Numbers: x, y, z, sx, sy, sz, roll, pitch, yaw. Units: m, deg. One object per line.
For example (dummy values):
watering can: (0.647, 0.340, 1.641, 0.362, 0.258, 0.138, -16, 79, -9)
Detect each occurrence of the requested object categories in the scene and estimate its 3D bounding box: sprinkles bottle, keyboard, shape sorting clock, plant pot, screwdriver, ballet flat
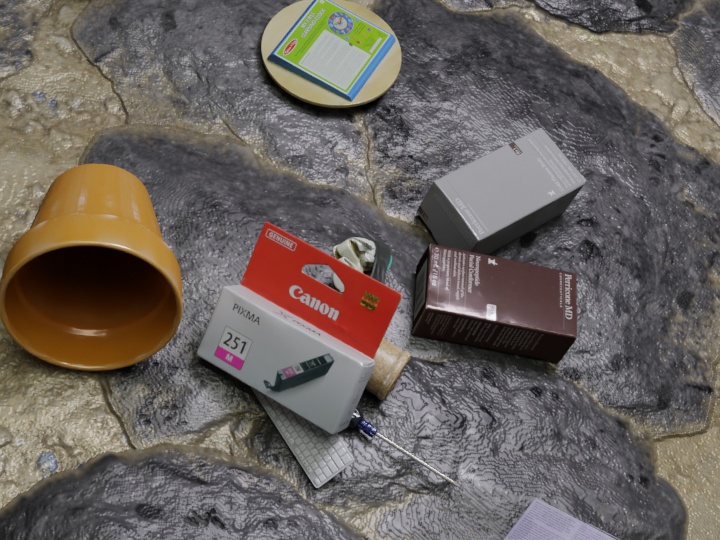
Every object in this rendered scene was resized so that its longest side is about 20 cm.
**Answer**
sprinkles bottle: (-0.039, 0.078, 1.508, 0.200, 0.068, 0.068, 32, 57, 6)
keyboard: (-0.082, 0.157, 1.466, 0.056, 0.011, 0.200, -39, 71, 10)
shape sorting clock: (-0.041, -0.307, 1.760, 0.199, 0.039, 0.201, 6, 59, -10)
plant pot: (-0.305, -0.018, 1.439, 0.199, 0.201, 0.184, 4, 42, -12)
screwdriver: (0.031, 0.202, 1.471, 0.200, 0.028, 0.029, 34, 28, 12)
ballet flat: (0.000, 0.000, 1.517, 0.068, 0.068, 0.200, 52, 18, -22)

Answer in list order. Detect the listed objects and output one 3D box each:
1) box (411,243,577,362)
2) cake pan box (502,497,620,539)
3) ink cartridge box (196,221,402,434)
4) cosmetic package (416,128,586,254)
box: (0.170, 0.042, 1.582, 0.199, 0.075, 0.100, 11, 57, -10)
cake pan box: (0.227, 0.366, 1.370, 0.200, 0.052, 0.184, 23, 54, 29)
ink cartridge box: (-0.072, 0.064, 1.434, 0.200, 0.174, 0.044, 28, 15, 20)
cosmetic package: (0.187, -0.097, 1.663, 0.200, 0.090, 0.107, -29, 73, -31)
